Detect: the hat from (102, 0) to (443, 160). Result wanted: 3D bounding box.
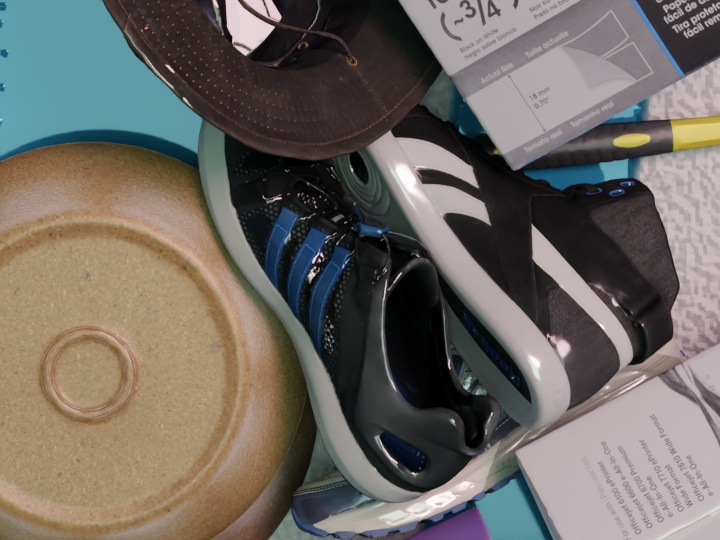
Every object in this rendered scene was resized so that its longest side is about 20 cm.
[{"bbox_3d":[-0.051,-0.129,0.917,0.199,0.081,0.202,15,64,-32],"label":"hat"}]

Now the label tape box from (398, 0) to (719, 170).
[{"bbox_3d":[0.072,-0.162,0.870,0.144,0.063,0.201,-28,102,34],"label":"label tape box"}]

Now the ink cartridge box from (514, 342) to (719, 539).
[{"bbox_3d":[0.187,0.103,0.947,0.199,0.084,0.145,-28,138,0],"label":"ink cartridge box"}]

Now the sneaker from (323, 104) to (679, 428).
[{"bbox_3d":[0.066,-0.030,0.950,0.111,0.073,0.201,-27,67,-22],"label":"sneaker"}]

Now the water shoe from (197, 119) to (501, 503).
[{"bbox_3d":[0.000,0.000,0.919,0.079,0.071,0.201,-34,78,38],"label":"water shoe"}]

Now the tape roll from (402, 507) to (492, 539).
[{"bbox_3d":[0.055,0.214,0.928,0.084,0.200,0.201,-23,99,1],"label":"tape roll"}]

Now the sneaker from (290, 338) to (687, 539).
[{"bbox_3d":[0.052,0.060,0.979,0.199,0.077,0.086,-25,89,-7],"label":"sneaker"}]

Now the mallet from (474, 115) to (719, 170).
[{"bbox_3d":[0.155,-0.054,0.982,0.198,0.041,0.066,-13,95,3],"label":"mallet"}]

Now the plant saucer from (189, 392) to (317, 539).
[{"bbox_3d":[-0.118,0.067,0.980,0.198,0.037,0.202,-1,98,-4],"label":"plant saucer"}]

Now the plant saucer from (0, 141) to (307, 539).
[{"bbox_3d":[-0.121,0.044,0.941,0.198,0.035,0.202,-1,98,-4],"label":"plant saucer"}]
